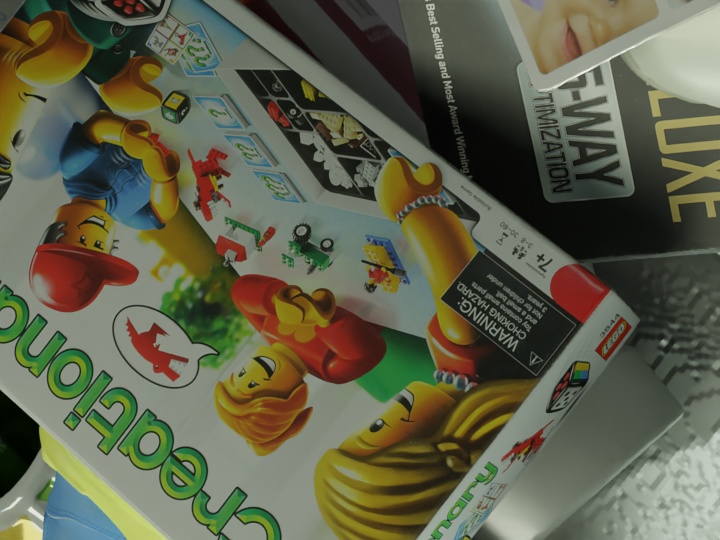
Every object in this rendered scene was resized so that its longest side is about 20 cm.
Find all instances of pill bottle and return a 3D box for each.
[{"bbox_3d":[0.000,0.000,0.896,0.200,0.114,0.114,49,137,7],"label":"pill bottle"}]

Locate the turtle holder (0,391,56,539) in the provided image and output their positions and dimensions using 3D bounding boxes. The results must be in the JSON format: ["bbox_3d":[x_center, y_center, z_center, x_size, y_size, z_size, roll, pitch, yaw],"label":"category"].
[{"bbox_3d":[-0.082,0.098,0.969,0.132,0.186,0.141,38,168,-34],"label":"turtle holder"}]

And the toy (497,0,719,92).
[{"bbox_3d":[0.100,-0.136,0.673,0.199,0.047,0.116,-26,78,25],"label":"toy"}]

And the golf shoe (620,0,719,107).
[{"bbox_3d":[0.153,-0.062,0.687,0.199,0.097,0.079,-2,115,14],"label":"golf shoe"}]

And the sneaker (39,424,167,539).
[{"bbox_3d":[-0.019,0.111,0.858,0.200,0.076,0.105,44,142,12],"label":"sneaker"}]

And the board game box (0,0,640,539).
[{"bbox_3d":[-0.038,0.002,0.799,0.200,0.035,0.126,38,90,25],"label":"board game box"}]

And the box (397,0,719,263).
[{"bbox_3d":[0.084,-0.104,0.774,0.157,0.050,0.201,-4,113,23],"label":"box"}]

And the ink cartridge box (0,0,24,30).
[{"bbox_3d":[-0.176,-0.056,0.953,0.147,0.200,0.145,5,118,40],"label":"ink cartridge box"}]
